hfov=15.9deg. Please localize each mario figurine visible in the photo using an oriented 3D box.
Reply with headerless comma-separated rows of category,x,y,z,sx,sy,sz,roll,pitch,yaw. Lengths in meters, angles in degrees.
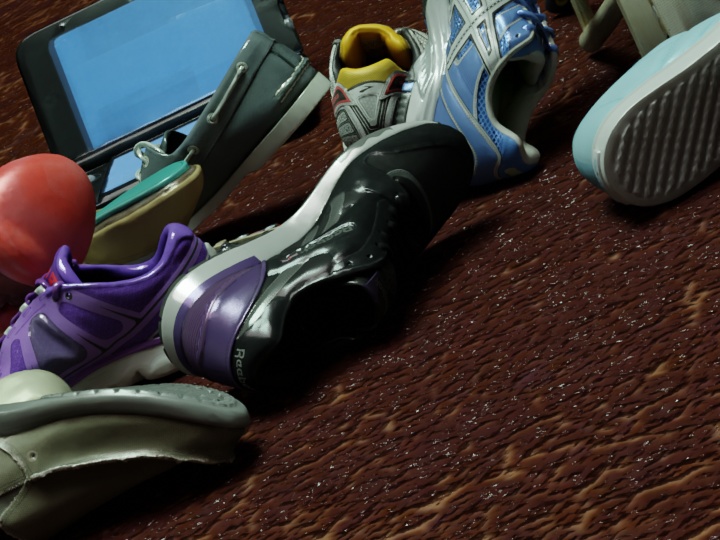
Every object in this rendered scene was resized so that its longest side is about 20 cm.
mario figurine,-0.224,0.005,1.465,0.200,0.106,0.123,-44,-24,20

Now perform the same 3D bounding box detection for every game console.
game console,-0.142,-0.131,1.799,0.199,0.117,0.176,-25,16,8

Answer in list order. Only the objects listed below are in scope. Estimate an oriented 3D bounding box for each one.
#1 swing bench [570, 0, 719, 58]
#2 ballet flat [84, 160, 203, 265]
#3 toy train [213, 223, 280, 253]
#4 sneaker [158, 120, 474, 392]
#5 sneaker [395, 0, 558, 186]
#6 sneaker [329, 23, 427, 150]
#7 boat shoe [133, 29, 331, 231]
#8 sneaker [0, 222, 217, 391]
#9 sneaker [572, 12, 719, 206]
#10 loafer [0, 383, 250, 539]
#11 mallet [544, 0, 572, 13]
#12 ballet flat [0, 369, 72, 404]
swing bench,0.212,-0.209,1.465,0.198,0.130,0.200,-26,16,-3
ballet flat,-0.150,-0.012,1.532,0.200,0.063,0.069,-19,16,44
toy train,-0.056,-0.008,1.442,0.199,0.034,0.046,-18,17,29
sneaker,0.000,0.000,1.302,0.200,0.076,0.087,-39,35,-25
sneaker,0.078,-0.139,1.442,0.077,0.201,0.076,1,-11,36
sneaker,0.023,-0.116,1.546,0.078,0.082,0.200,-12,18,7
boat shoe,-0.104,-0.067,1.562,0.200,0.062,0.073,-42,10,24
sneaker,-0.166,0.035,1.395,0.200,0.084,0.081,-28,16,0
sneaker,0.188,-0.106,1.291,0.200,0.074,0.082,-29,20,-11
loafer,-0.144,0.094,1.236,0.199,0.070,0.075,-8,-3,22
mallet,0.129,-0.236,1.615,0.066,0.200,0.041,-25,56,-1
ballet flat,-0.228,0.114,1.302,0.200,0.070,0.069,-30,17,-14
